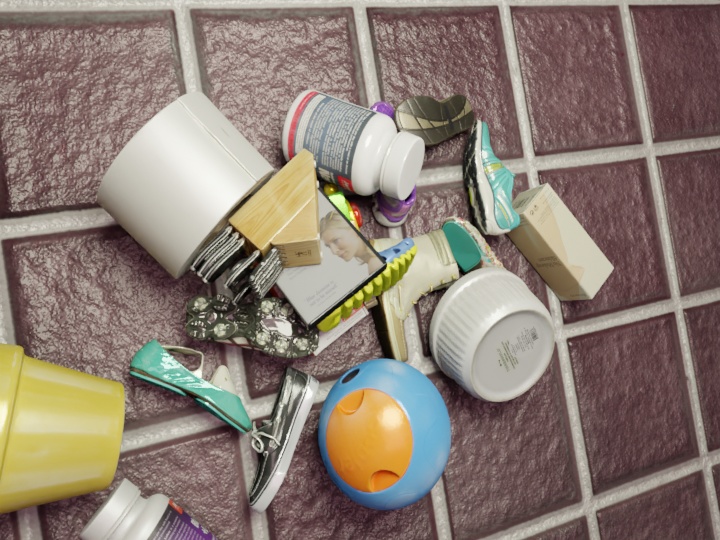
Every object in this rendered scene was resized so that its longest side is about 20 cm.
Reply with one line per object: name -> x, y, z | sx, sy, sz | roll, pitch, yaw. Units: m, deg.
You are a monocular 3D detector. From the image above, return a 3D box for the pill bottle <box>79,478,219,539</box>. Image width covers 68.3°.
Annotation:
pill bottle -> -0.268, 0.377, 0.709 | 0.200, 0.111, 0.112 | 44, 75, -10

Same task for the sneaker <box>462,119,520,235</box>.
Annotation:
sneaker -> 0.225, -0.160, 0.919 | 0.076, 0.078, 0.209 | -6, 77, -8

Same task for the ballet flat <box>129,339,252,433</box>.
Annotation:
ballet flat -> -0.230, 0.159, 0.763 | 0.196, 0.067, 0.072 | 31, 67, -11

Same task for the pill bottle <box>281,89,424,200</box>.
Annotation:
pill bottle -> -0.009, -0.182, 0.793 | 0.195, 0.120, 0.123 | 24, 77, 20

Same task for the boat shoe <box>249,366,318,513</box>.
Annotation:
boat shoe -> -0.128, 0.245, 0.785 | 0.066, 0.073, 0.205 | 27, 77, -14

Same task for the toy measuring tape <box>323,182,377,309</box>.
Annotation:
toy measuring tape -> -0.019, -0.041, 0.849 | 0.071, 0.073, 0.207 | -21, 96, -18

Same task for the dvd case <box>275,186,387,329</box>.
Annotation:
dvd case -> -0.074, -0.035, 0.754 | 0.141, 0.018, 0.201 | -36, 66, -15

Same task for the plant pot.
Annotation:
plant pot -> -0.398, 0.198, 0.650 | 0.183, 0.198, 0.210 | 11, 82, -32

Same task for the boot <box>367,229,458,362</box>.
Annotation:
boot -> 0.093, 0.041, 0.875 | 0.149, 0.072, 0.209 | -9, 86, -18

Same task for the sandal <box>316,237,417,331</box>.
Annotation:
sandal -> 0.000, 0.000, 0.782 | 0.196, 0.080, 0.088 | -30, 69, -23

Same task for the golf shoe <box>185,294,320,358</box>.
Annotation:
golf shoe -> -0.153, 0.079, 0.771 | 0.192, 0.088, 0.080 | 13, 76, -6

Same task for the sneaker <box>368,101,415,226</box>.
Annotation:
sneaker -> 0.055, -0.181, 0.873 | 0.077, 0.088, 0.209 | -7, 87, -16

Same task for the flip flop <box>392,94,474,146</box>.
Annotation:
flip flop -> 0.123, -0.257, 0.910 | 0.197, 0.056, 0.084 | -27, 102, -41

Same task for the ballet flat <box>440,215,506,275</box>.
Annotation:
ballet flat -> 0.209, -0.017, 0.929 | 0.203, 0.075, 0.064 | 54, 42, -11

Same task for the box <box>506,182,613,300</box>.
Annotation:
box -> 0.349, -0.047, 0.955 | 0.078, 0.095, 0.201 | -44, 97, -15

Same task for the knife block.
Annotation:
knife block -> -0.138, -0.059, 0.721 | 0.168, 0.065, 0.207 | -4, 62, -2

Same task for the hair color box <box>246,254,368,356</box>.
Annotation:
hair color box -> -0.086, 0.014, 0.824 | 0.109, 0.064, 0.204 | -34, 95, -17

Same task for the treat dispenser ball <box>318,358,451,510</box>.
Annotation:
treat dispenser ball -> 0.035, 0.234, 0.773 | 0.193, 0.200, 0.210 | 2, 85, -17

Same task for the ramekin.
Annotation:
ramekin -> 0.216, 0.110, 0.850 | 0.192, 0.105, 0.208 | -8, 114, -18

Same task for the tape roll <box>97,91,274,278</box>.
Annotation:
tape roll -> -0.230, -0.113, 0.717 | 0.139, 0.202, 0.204 | 43, 75, -8
